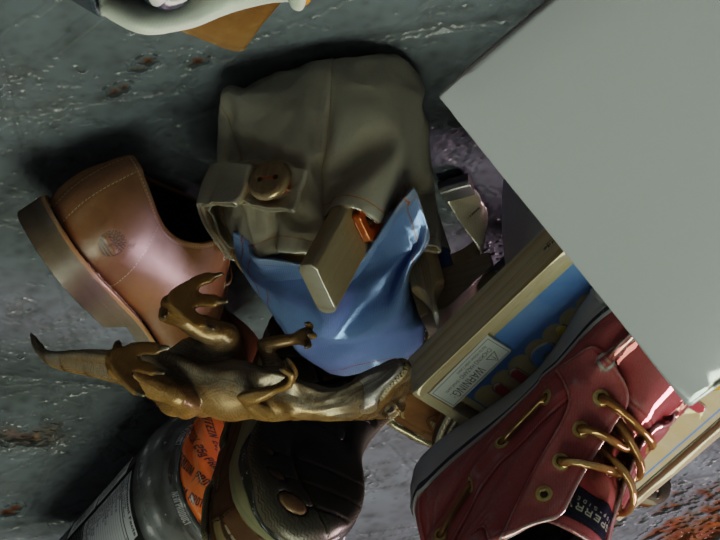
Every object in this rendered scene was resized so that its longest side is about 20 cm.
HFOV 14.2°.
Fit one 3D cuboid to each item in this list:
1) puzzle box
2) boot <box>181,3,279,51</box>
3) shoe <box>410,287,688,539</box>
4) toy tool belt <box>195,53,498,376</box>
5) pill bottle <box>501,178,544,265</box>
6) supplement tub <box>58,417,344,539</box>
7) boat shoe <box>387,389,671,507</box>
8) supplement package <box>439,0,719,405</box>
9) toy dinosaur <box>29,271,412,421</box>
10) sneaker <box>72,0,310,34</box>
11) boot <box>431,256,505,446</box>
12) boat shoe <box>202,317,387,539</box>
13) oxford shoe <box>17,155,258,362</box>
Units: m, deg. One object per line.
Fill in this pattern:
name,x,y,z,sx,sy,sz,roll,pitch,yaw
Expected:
puzzle box,0.133,0.016,1.254,0.133,0.025,0.200,31,118,-28
boot,-0.004,-0.136,1.135,0.188,0.069,0.200,11,145,-30
shoe,0.102,0.075,1.221,0.071,0.091,0.200,34,117,-29
toy tool belt,0.000,0.000,1.310,0.125,0.123,0.200,-15,149,11
pill bottle,0.172,-0.026,1.319,0.199,0.116,0.116,-1,149,-12
supplement tub,-0.087,0.151,1.544,0.122,0.123,0.200,9,145,-28
boat shoe,0.080,0.075,1.517,0.200,0.076,0.074,29,139,-35
supplement package,0.162,-0.078,1.095,0.200,0.156,0.111,-38,-178,27
toy dinosaur,-0.080,0.046,1.252,0.199,0.061,0.106,9,157,19
sneaker,-0.098,-0.137,1.048,0.199,0.080,0.079,6,144,17
boot,0.084,0.094,1.404,0.075,0.097,0.200,-9,131,-15
boat shoe,-0.035,0.081,1.364,0.076,0.200,0.074,35,119,-5
oxford shoe,-0.082,0.007,1.361,0.071,0.071,0.200,-37,150,4
